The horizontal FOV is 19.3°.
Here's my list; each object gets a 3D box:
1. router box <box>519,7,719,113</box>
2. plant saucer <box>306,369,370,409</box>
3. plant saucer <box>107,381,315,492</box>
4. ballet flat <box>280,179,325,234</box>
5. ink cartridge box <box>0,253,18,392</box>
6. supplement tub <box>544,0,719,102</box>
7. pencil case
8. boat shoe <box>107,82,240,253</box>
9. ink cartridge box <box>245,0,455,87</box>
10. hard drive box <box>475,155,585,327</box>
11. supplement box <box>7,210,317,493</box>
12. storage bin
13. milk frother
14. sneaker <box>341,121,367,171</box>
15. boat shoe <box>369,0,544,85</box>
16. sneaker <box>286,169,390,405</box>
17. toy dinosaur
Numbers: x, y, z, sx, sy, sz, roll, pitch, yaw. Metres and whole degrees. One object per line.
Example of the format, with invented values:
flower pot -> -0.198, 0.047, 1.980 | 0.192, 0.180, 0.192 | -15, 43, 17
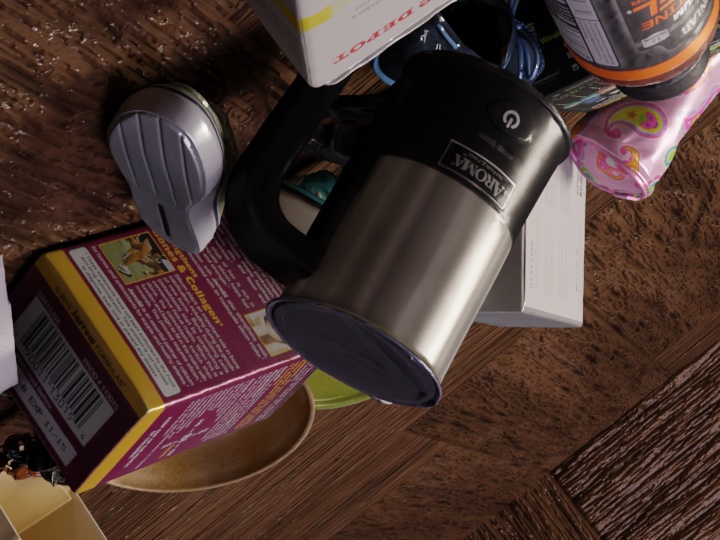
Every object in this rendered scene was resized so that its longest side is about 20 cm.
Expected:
router box -> 0.211, -0.179, 1.532 | 0.200, 0.062, 0.150 | -24, 172, 26
plant saucer -> -0.024, 0.044, 1.625 | 0.200, 0.031, 0.200 | -7, 134, -8
plant saucer -> -0.136, 0.100, 1.605 | 0.200, 0.035, 0.200 | -6, 143, -4
ballet flat -> 0.000, 0.000, 1.468 | 0.200, 0.070, 0.069 | 27, 119, -40
ink cartridge box -> -0.265, 0.041, 1.260 | 0.109, 0.050, 0.200 | -31, 162, -19
supplement tub -> 0.167, -0.188, 1.341 | 0.107, 0.107, 0.200 | -37, 145, 1
pencil case -> 0.248, -0.149, 1.670 | 0.200, 0.087, 0.087 | -51, 168, -14
boat shoe -> -0.107, -0.073, 1.275 | 0.062, 0.072, 0.200 | -59, 174, -17
ink cartridge box -> 0.005, -0.197, 1.100 | 0.145, 0.083, 0.200 | -34, 164, -9
hard drive box -> 0.118, -0.038, 1.656 | 0.077, 0.156, 0.200 | 0, 174, 18
supplement box -> -0.134, 0.047, 1.415 | 0.200, 0.131, 0.103 | -17, 156, -50
storage bin -> -0.231, 0.256, 1.672 | 0.094, 0.200, 0.199 | -33, 164, -8
milk frother -> 0.004, -0.028, 1.316 | 0.188, 0.180, 0.200 | -60, 178, -21
sneaker -> 0.038, -0.053, 1.461 | 0.112, 0.078, 0.200 | -4, -152, 14
boat shoe -> 0.079, -0.147, 1.400 | 0.069, 0.084, 0.200 | -32, 171, 29
sneaker -> -0.010, 0.016, 1.534 | 0.080, 0.078, 0.200 | -34, 122, -10
toy dinosaur -> -0.206, 0.123, 1.521 | 0.200, 0.102, 0.136 | -33, 163, -9
